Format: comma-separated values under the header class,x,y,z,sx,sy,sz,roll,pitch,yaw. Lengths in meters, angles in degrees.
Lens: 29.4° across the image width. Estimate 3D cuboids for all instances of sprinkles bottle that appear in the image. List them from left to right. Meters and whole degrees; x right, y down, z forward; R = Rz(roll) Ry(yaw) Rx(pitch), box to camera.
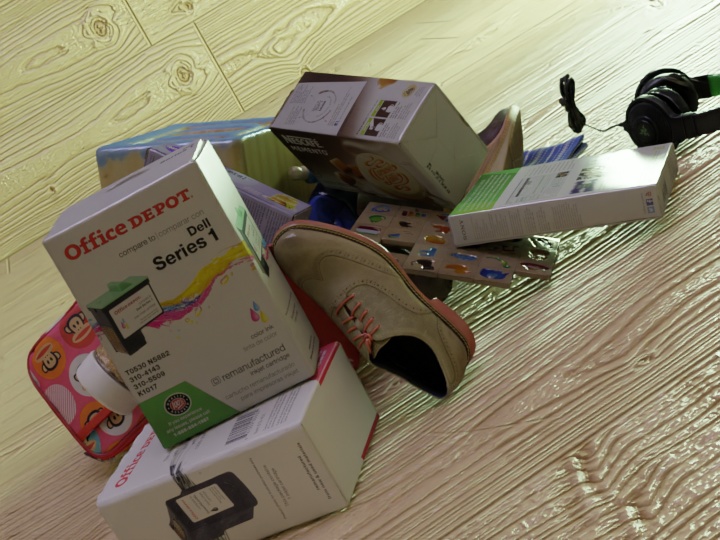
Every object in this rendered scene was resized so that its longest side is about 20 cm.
class,x,y,z,sx,sy,sz,roll,pitch,yaw
sprinkles bottle,-0.189,0.045,1.333,0.200,0.068,0.068,-50,15,4

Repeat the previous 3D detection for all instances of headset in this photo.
class,x,y,z,sx,sy,sz,roll,pitch,yaw
headset,0.308,-0.177,1.418,0.198,0.095,0.124,-9,23,26

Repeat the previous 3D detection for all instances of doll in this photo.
class,x,y,z,sx,sy,sz,roll,pitch,yaw
doll,-0.028,-0.070,1.546,0.049,0.136,0.201,-52,4,47

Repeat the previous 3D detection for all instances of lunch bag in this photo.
class,x,y,z,sx,sy,sz,roll,pitch,yaw
lunch bag,-0.231,0.096,1.422,0.200,0.177,0.082,-43,-11,14

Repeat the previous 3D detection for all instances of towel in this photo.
class,x,y,z,sx,sy,sz,roll,pitch,yaw
towel,0.155,-0.102,1.597,0.199,0.024,0.145,-11,25,50

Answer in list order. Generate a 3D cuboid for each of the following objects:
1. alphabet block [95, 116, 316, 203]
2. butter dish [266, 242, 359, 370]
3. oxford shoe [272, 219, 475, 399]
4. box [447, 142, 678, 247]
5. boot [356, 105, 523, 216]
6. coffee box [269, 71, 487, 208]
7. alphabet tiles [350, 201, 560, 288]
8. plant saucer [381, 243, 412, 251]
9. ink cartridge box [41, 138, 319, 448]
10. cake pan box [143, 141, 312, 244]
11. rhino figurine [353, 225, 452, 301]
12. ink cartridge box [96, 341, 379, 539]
class,x,y,z,sx,sy,sz,roll,pitch,yaw
alphabet block,-0.167,-0.062,1.579,0.193,0.202,0.196,0,14,25
butter dish,-0.084,0.083,1.254,0.198,0.149,0.200,-24,-26,22
oxford shoe,0.009,0.031,1.138,0.071,0.199,0.075,-54,5,32
box,0.195,-0.073,1.304,0.198,0.037,0.144,-7,18,22
boot,0.093,-0.124,1.545,0.165,0.073,0.201,2,39,20
coffee box,0.017,-0.138,1.430,0.199,0.114,0.080,13,66,45
alphabet tiles,0.087,-0.024,1.300,0.198,0.008,0.167,9,22,11
plant saucer,0.008,0.015,1.486,0.199,0.032,0.200,-29,15,9
ink cartridge box,-0.143,0.018,1.111,0.144,0.201,0.084,-26,15,8
cake pan box,-0.162,-0.010,1.455,0.183,0.202,0.052,24,22,18
rhino figurine,0.000,0.000,1.362,0.198,0.060,0.088,-1,50,3
ink cartridge box,-0.098,0.156,1.134,0.199,0.085,0.145,-23,17,20
